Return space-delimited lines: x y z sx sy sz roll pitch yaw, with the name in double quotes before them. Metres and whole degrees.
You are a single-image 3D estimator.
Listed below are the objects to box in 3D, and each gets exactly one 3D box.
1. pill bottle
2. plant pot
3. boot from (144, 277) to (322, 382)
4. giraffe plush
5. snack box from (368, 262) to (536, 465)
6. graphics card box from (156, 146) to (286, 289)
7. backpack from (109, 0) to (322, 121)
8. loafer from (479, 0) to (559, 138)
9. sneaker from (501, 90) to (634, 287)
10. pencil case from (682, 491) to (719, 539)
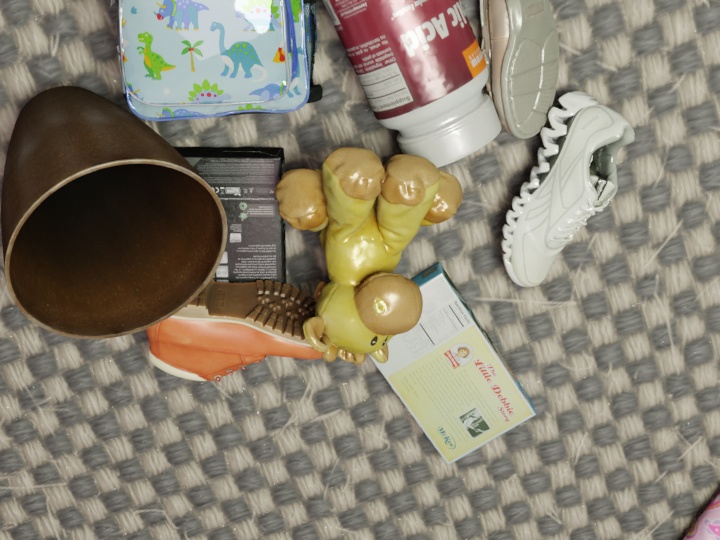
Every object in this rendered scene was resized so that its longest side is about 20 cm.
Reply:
"pill bottle" 0.048 -0.201 0.806 0.113 0.114 0.201 -24 109 8
"plant pot" -0.242 -0.074 0.797 0.186 0.200 0.188 -20 138 -19
"boot" -0.117 0.067 0.881 0.198 0.075 0.108 11 122 -3
"giraffe plush" 0.000 0.000 0.816 0.171 0.200 0.164 6 71 -26
"snack box" 0.091 0.104 0.959 0.116 0.037 0.201 -31 107 11
"graphics card box" -0.138 -0.024 0.903 0.124 0.051 0.202 0 112 0
"backpack" -0.128 -0.237 0.775 0.181 0.147 0.202 -3 108 -2
"loafer" 0.143 -0.228 0.834 0.071 0.063 0.202 -19 117 -29
"sneaker" 0.200 -0.068 0.863 0.075 0.081 0.201 -6 121 -45
"pencil case" 0.446 0.279 1.002 0.087 0.088 0.201 30 108 -11
